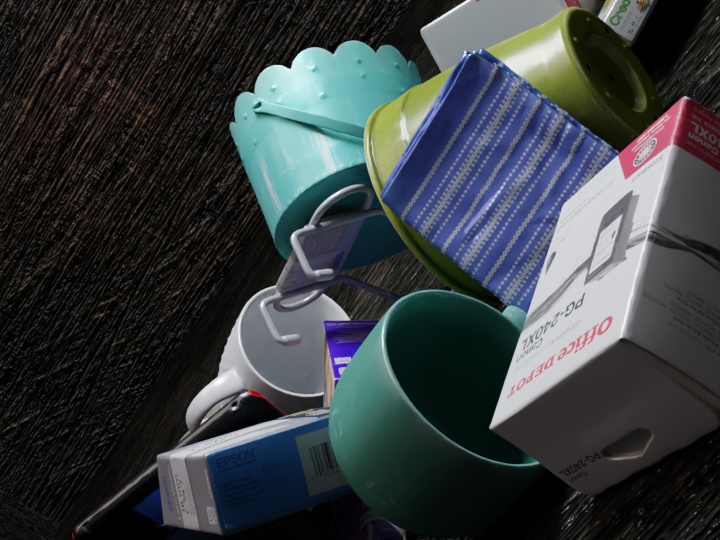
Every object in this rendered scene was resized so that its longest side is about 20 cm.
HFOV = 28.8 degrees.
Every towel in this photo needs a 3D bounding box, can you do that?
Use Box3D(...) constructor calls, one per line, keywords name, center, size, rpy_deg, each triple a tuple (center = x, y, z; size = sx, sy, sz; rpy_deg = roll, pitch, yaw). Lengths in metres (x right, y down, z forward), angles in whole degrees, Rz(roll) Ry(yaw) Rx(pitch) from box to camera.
Box3D(name="towel", center=(0.119, -0.055, 1.053), size=(0.146, 0.199, 0.024), rpy_deg=(-56, -22, 16))

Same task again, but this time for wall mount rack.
Box3D(name="wall mount rack", center=(0.000, 0.000, 1.314), size=(0.172, 0.075, 0.201), rpy_deg=(-16, -26, -29))

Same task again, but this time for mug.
Box3D(name="mug", center=(-0.115, 0.134, 1.626), size=(0.198, 0.148, 0.176), rpy_deg=(-23, -22, -33))
Box3D(name="mug", center=(0.066, 0.107, 0.982), size=(0.115, 0.183, 0.153), rpy_deg=(-54, 50, 36))

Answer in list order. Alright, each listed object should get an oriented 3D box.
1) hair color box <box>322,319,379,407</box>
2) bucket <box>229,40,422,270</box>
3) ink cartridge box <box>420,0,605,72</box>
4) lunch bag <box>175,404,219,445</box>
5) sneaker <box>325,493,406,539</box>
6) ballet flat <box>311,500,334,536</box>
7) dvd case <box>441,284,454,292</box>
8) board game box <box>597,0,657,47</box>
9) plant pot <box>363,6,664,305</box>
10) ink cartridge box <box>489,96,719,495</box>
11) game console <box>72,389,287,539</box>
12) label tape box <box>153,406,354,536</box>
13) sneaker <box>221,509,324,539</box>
Box3D(name="hair color box", center=(-0.002, 0.123, 1.317), size=(0.200, 0.064, 0.111), rpy_deg=(-116, 25, -77))
Box3D(name="bucket", center=(-0.014, -0.105, 1.343), size=(0.207, 0.205, 0.136), rpy_deg=(-49, 49, 41))
Box3D(name="ink cartridge box", center=(0.166, -0.259, 1.431), size=(0.144, 0.084, 0.200), rpy_deg=(-29, 5, 27))
Box3D(name="lunch bag", center=(-0.185, 0.276, 1.727), size=(0.164, 0.117, 0.201), rpy_deg=(-49, 19, 40))
Box3D(name="sneaker", center=(0.021, 0.194, 1.125), size=(0.114, 0.072, 0.203), rpy_deg=(-36, 36, 63))
Box3D(name="ballet flat", center=(-0.031, 0.260, 1.210), size=(0.201, 0.067, 0.073), rpy_deg=(-55, 31, 20))
Box3D(name="dvd case", center=(0.126, -0.046, 1.362), size=(0.202, 0.022, 0.146), rpy_deg=(-62, 0, -19))
Box3D(name="board game box", center=(0.244, -0.241, 1.292), size=(0.127, 0.034, 0.200), rpy_deg=(-60, -1, -9))
Box3D(name="plant pot", center=(0.138, -0.108, 1.148), size=(0.192, 0.200, 0.201), rpy_deg=(-37, 20, 32))
Box3D(name="ink cartridge box", center=(0.171, 0.017, 0.866), size=(0.145, 0.083, 0.201), rpy_deg=(-45, 17, 51))
Box3D(name="game console", center=(-0.131, 0.195, 1.213), size=(0.199, 0.031, 0.177), rpy_deg=(-39, -30, 2))
Box3D(name="label tape box", center=(-0.083, 0.157, 1.116), size=(0.143, 0.064, 0.200), rpy_deg=(-15, -1, -25))
Box3D(name="sneaker", center=(-0.078, 0.216, 1.172), size=(0.200, 0.075, 0.088), rpy_deg=(-47, 16, 54))
